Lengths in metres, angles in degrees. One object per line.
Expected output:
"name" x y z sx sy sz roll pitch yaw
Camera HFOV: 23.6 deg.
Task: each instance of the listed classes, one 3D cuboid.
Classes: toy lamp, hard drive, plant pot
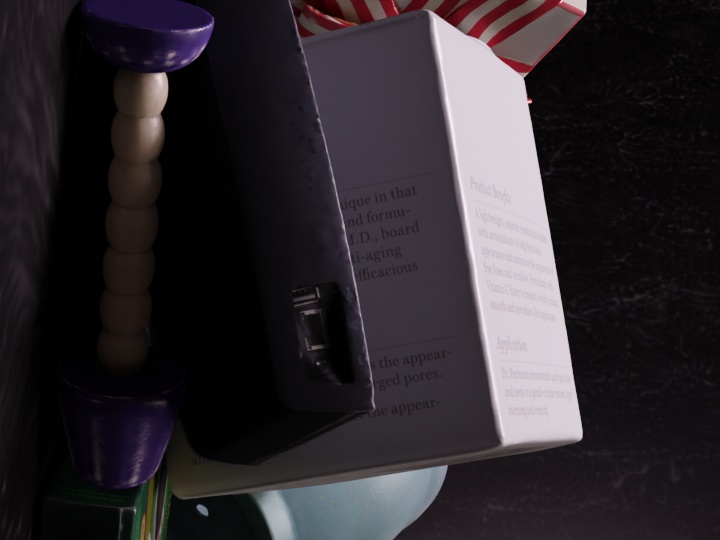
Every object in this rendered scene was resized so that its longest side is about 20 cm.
"toy lamp" -0.091 -0.007 0.691 0.058 0.058 0.201 -88 -173 -68
"hard drive" -0.055 -0.024 0.721 0.135 0.042 0.201 -32 -112 59
"plant pot" -0.065 0.112 1.011 0.134 0.200 0.201 -46 153 -47

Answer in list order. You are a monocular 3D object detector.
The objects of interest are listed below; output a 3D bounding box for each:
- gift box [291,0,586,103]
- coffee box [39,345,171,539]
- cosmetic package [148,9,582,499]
"gift box" 0.038 -0.210 1.107 0.200 0.184 0.187 129 -27 -52
"coffee box" -0.119 0.123 0.825 0.200 0.044 0.123 -87 -175 -72
"cosmetic package" 0.000 0.000 0.848 0.165 0.164 0.201 15 65 -69
